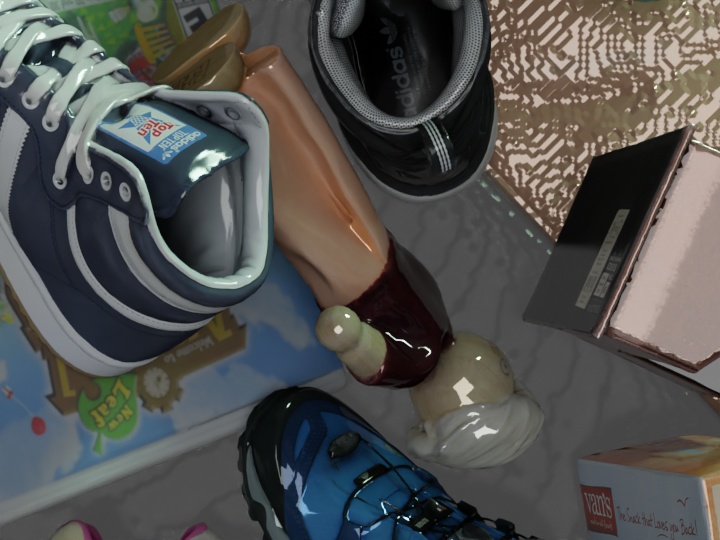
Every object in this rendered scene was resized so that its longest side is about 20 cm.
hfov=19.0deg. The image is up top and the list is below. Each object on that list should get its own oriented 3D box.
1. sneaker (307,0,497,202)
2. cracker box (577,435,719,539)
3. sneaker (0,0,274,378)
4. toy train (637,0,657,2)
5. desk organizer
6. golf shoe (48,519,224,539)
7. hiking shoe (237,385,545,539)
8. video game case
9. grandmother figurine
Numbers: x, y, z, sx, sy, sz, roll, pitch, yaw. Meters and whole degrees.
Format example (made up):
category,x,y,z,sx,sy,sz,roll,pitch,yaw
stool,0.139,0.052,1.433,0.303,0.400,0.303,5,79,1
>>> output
category,x,y,z,sx,sy,sz,roll,pitch,yaw
sneaker,0.004,-0.125,0.793,0.075,0.114,0.201,-19,90,0
cracker box,0.139,0.164,0.779,0.057,0.134,0.202,-10,90,-12
sneaker,-0.104,-0.061,0.714,0.070,0.108,0.201,-43,104,-37
toy train,0.087,-0.176,0.766,0.199,0.114,0.086,25,45,-29
desk organizer,0.116,0.003,0.751,0.077,0.200,0.072,25,89,-2
golf shoe,-0.037,0.145,0.815,0.198,0.075,0.092,8,79,-5
hiking shoe,0.041,0.110,0.778,0.200,0.074,0.087,47,135,5
video game case,-0.110,-0.014,0.780,0.199,0.022,0.183,-19,90,-40
grandmother figurine,0.000,0.000,0.796,0.060,0.122,0.200,-29,114,25
